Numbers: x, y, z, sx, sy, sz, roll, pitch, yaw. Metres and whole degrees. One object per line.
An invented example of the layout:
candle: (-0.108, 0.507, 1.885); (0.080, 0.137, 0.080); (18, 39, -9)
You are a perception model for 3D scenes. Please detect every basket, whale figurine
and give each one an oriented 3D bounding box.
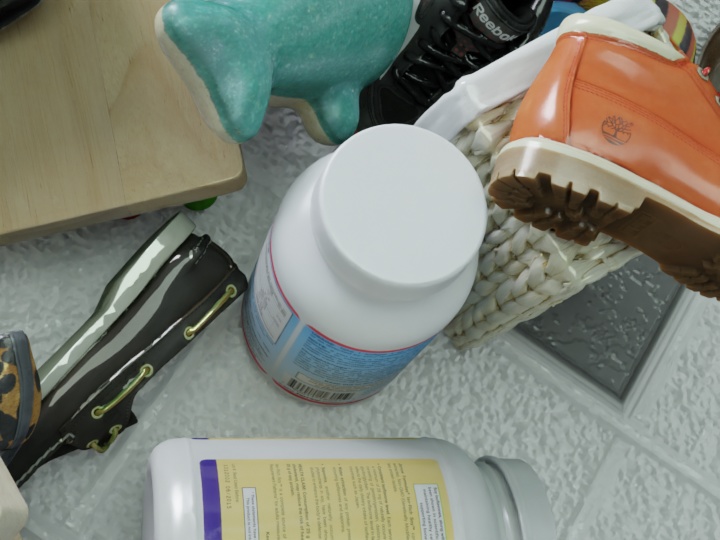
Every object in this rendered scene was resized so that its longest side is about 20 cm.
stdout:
basket: (0.101, -0.047, 0.750); (0.135, 0.200, 0.124); (-30, 86, -20)
whale figurine: (-0.035, -0.142, 0.699); (0.160, 0.103, 0.200); (61, 27, -15)

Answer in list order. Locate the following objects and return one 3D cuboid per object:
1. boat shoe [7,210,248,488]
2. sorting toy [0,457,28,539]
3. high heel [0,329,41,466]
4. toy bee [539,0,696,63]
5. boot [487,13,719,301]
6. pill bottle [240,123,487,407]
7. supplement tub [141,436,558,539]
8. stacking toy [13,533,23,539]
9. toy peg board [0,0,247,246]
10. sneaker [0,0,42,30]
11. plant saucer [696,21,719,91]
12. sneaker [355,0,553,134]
boat shoe: (-0.142, 0.061, 0.716); (0.061, 0.072, 0.202); (42, 80, -12)
sorting toy: (-0.277, 0.097, 0.594); (0.199, 0.069, 0.200); (-45, 62, 12)
high heel: (-0.242, 0.038, 0.660); (0.200, 0.143, 0.071); (40, 25, 18)
toy bee: (0.143, -0.181, 0.840); (0.199, 0.109, 0.132); (15, 52, -18)
boot: (0.168, -0.050, 0.634); (0.199, 0.075, 0.108); (24, 70, -12)
pill bottle: (0.000, 0.000, 0.704); (0.108, 0.200, 0.110); (4, 71, -12)
supplement tub: (-0.011, 0.159, 0.677); (0.198, 0.145, 0.147); (2, 71, -12)
stacking toy: (-0.149, 0.205, 0.610); (0.109, 0.116, 0.202); (-14, 101, -16)
toy peg board: (-0.177, -0.107, 0.770); (0.198, 0.098, 0.201); (-13, 73, -1)
sneaker: (-0.213, -0.150, 0.699); (0.200, 0.090, 0.067); (-49, 59, 14)
plant saucer: (0.314, -0.095, 0.901); (0.198, 0.032, 0.202); (4, 70, -11)
sneaker: (0.054, -0.144, 0.780); (0.071, 0.098, 0.201); (32, 109, -25)
